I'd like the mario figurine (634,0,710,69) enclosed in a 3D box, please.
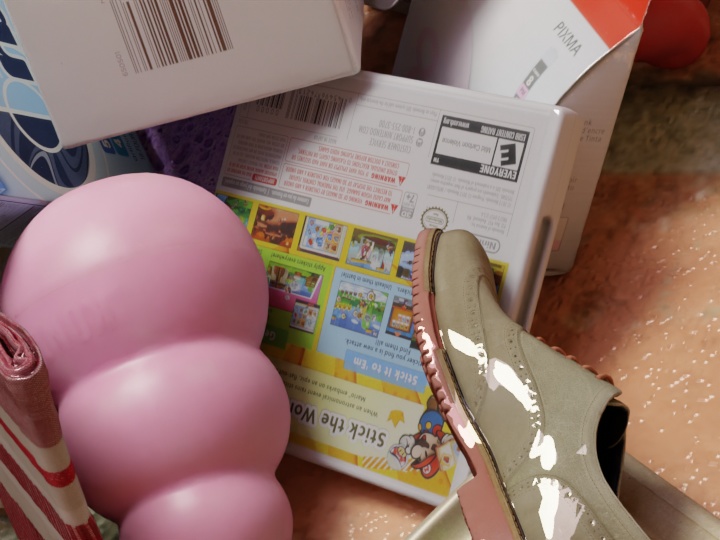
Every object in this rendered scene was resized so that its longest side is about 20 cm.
[{"bbox_3d":[0.158,-0.189,1.059,0.106,0.124,0.200,29,65,29],"label":"mario figurine"}]

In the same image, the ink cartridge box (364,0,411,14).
[{"bbox_3d":[0.057,-0.200,1.183,0.200,0.067,0.117,-48,40,-15],"label":"ink cartridge box"}]

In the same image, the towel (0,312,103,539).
[{"bbox_3d":[-0.141,0.091,0.945,0.023,0.201,0.144,-27,35,-18],"label":"towel"}]

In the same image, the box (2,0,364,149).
[{"bbox_3d":[-0.083,-0.166,1.058,0.151,0.107,0.200,-14,29,9],"label":"box"}]

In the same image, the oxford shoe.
[{"bbox_3d":[0.071,0.057,0.866,0.073,0.071,0.201,-22,53,8],"label":"oxford shoe"}]

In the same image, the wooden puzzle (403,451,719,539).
[{"bbox_3d":[0.072,0.157,0.839,0.185,0.037,0.200,-43,41,-8],"label":"wooden puzzle"}]

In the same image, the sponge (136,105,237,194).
[{"bbox_3d":[-0.076,-0.045,1.103,0.200,0.030,0.112,32,102,40],"label":"sponge"}]

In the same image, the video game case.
[{"bbox_3d":[0.000,0.000,0.993,0.199,0.023,0.183,15,90,41],"label":"video game case"}]

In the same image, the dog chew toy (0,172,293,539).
[{"bbox_3d":[-0.088,0.060,0.966,0.124,0.124,0.201,-23,73,16],"label":"dog chew toy"}]

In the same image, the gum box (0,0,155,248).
[{"bbox_3d":[-0.188,-0.092,1.033,0.044,0.200,0.171,-32,75,20],"label":"gum box"}]

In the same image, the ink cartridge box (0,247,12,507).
[{"bbox_3d":[-0.250,0.046,1.156,0.199,0.084,0.146,-4,50,34],"label":"ink cartridge box"}]

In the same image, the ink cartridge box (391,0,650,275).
[{"bbox_3d":[0.076,-0.124,1.012,0.057,0.201,0.163,-2,34,-19],"label":"ink cartridge box"}]
